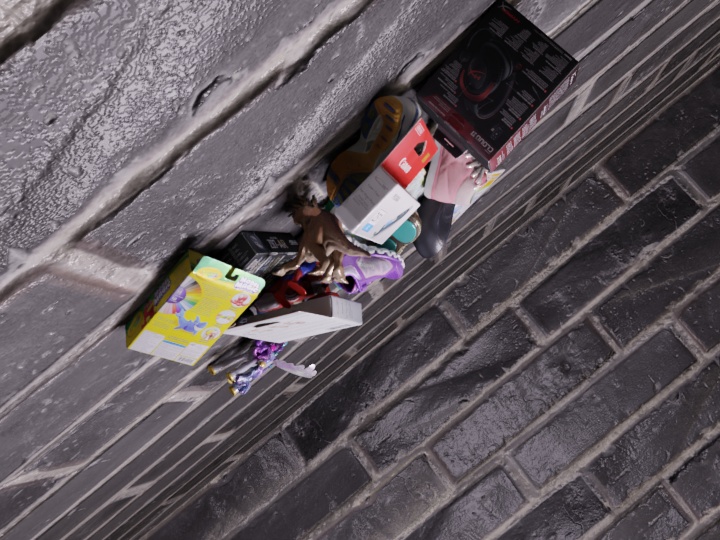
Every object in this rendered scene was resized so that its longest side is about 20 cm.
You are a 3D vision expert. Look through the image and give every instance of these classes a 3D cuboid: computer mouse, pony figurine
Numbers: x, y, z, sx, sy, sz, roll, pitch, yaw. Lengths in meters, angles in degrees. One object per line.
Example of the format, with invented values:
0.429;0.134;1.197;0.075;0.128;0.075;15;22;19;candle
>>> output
0.132;-0.125;1.190;0.052;0.204;0.138;19;168;-32;computer mouse
-0.212;0.186;1.401;0.199;0.169;0.192;-35;-161;-30;pony figurine

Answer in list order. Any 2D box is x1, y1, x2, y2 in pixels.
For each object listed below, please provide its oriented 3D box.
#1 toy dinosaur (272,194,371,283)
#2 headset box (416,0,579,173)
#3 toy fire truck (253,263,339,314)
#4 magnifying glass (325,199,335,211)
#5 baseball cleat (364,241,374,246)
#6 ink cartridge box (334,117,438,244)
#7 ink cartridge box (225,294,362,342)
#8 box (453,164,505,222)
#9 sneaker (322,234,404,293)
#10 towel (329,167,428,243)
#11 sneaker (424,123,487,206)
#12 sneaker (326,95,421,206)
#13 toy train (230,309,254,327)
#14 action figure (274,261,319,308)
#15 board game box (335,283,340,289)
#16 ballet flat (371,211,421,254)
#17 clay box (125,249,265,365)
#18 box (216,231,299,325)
-0.059;-0.055;0.945;0.085;0.138;0.199;12;172;-31;toy dinosaur
0.186;-0.253;0.914;0.200;0.149;0.075;-48;166;7;headset box
-0.127;0.045;1.239;0.165;0.114;0.200;-13;164;-4;toy fire truck
0.015;-0.145;1.136;0.199;0.022;0.080;-33;166;-30;magnifying glass
0.028;-0.101;1.239;0.200;0.070;0.107;-45;168;-24;baseball cleat
0.058;-0.123;0.954;0.176;0.045;0.200;-46;169;9;ink cartridge box
-0.124;0.081;1.102;0.197;0.044;0.172;-15;160;32;ink cartridge box
0.185;-0.174;1.329;0.200;0.102;0.112;-47;165;30;box
0.000;0.000;1.115;0.080;0.090;0.198;-10;163;42;sneaker
0.033;-0.124;1.118;0.199;0.048;0.171;-40;164;8;towel
0.176;-0.201;1.076;0.075;0.103;0.203;-39;146;-51;sneaker
0.024;-0.170;0.950;0.088;0.076;0.200;-24;161;-49;sneaker
-0.254;0.094;1.163;0.046;0.034;0.199;-47;166;19;toy train
-0.091;-0.010;1.113;0.065;0.051;0.201;-44;-165;33;action figure
0.029;-0.052;1.436;0.199;0.045;0.153;-34;167;-25;board game box
0.069;-0.074;1.161;0.076;0.067;0.200;-54;180;-28;ballet flat
-0.237;0.050;0.921;0.114;0.048;0.200;24;120;-41;clay box
-0.201;0.022;1.040;0.200;0.044;0.160;-44;167;18;box
